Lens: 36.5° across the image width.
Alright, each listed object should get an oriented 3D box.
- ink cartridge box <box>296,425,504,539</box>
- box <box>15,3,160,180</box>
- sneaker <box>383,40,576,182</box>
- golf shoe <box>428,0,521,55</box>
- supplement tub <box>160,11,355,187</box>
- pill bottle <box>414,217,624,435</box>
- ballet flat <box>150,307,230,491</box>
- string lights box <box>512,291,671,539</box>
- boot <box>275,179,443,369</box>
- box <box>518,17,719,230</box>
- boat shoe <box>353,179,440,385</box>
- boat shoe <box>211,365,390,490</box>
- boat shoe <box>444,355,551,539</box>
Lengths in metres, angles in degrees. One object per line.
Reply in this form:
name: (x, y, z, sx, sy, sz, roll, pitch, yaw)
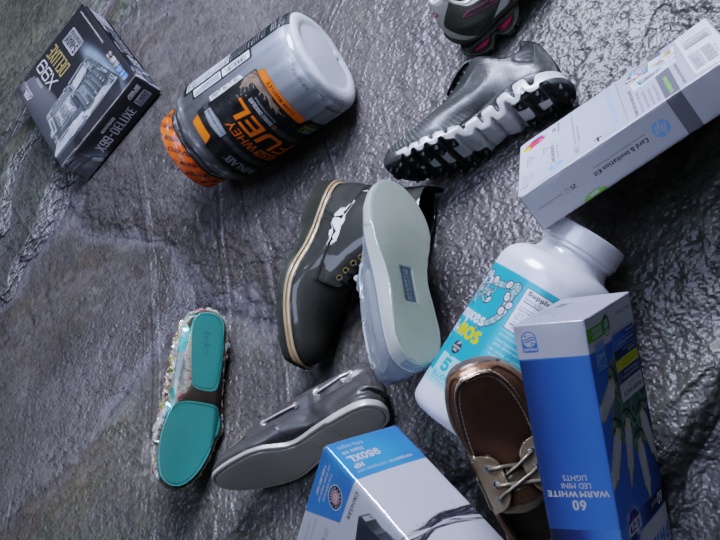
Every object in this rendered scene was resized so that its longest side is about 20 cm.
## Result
ink cartridge box: (0.040, 0.250, 0.898, 0.200, 0.084, 0.145, 42, 128, 39)
box: (-0.368, -0.241, 1.460, 0.158, 0.050, 0.200, -47, 51, 11)
sneaker: (0.109, -0.158, 1.069, 0.200, 0.066, 0.091, -27, 54, 20)
golf shoe: (0.152, -0.310, 1.085, 0.200, 0.088, 0.077, -51, 49, 6)
supplement tub: (-0.116, -0.182, 1.204, 0.200, 0.122, 0.123, -32, 56, 23)
pill bottle: (0.140, 0.054, 0.925, 0.111, 0.111, 0.200, 33, 92, 40)
ballet flat: (-0.181, 0.138, 1.165, 0.064, 0.076, 0.200, -30, 45, 61)
string lights box: (0.176, 0.125, 0.821, 0.059, 0.103, 0.200, -8, 97, 33)
boot: (0.000, 0.000, 1.078, 0.138, 0.077, 0.200, 1, 73, 31)
box: (0.226, -0.127, 0.925, 0.200, 0.041, 0.156, -34, 13, 19)
boat shoe: (0.023, 0.010, 1.005, 0.072, 0.070, 0.201, -40, 45, 42)
boat shoe: (-0.058, 0.155, 1.064, 0.200, 0.067, 0.057, -28, 41, 19)
boat shoe: (0.124, 0.153, 0.843, 0.076, 0.200, 0.072, -26, 26, 6)
